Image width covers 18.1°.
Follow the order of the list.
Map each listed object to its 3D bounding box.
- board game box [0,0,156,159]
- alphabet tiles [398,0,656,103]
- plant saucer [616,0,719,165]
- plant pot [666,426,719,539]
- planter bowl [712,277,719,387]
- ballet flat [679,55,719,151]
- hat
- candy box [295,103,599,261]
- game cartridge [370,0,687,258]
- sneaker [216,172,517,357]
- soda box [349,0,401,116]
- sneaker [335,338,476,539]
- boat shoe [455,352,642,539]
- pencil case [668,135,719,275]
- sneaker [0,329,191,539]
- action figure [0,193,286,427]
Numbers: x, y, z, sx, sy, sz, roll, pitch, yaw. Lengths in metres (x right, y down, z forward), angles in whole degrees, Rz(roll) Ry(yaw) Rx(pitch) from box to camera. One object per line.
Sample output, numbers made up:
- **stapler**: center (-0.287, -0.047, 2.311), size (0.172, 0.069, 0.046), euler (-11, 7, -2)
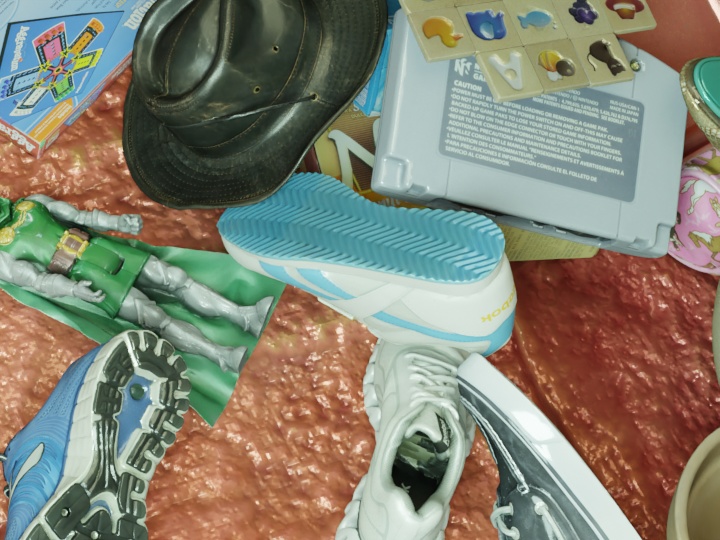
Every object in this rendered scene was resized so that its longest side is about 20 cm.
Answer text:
- **board game box**: center (-0.193, -0.163, 1.479), size (0.103, 0.019, 0.200), euler (33, 52, 8)
- **alphabet tiles**: center (0.088, -0.194, 1.391), size (0.166, 0.006, 0.200), euler (-11, 66, -28)
- **plant saucer**: center (0.163, -0.158, 1.464), size (0.199, 0.037, 0.200), euler (-29, 92, -25)
- **plant pot**: center (0.270, 0.184, 1.328), size (0.200, 0.093, 0.201), euler (7, 49, -8)
- **planter bowl**: center (0.303, 0.017, 1.409), size (0.200, 0.201, 0.135), euler (-2, 47, -19)
- **ballet flat**: center (0.271, -0.084, 1.443), size (0.200, 0.065, 0.071), euler (16, 62, -27)
- **hat**: center (-0.087, -0.139, 1.389), size (0.081, 0.200, 0.201), euler (41, 35, -46)
- **candy box**: center (0.056, -0.065, 1.466), size (0.199, 0.055, 0.116), euler (-3, 57, -20)
- **game cartridge**: center (0.107, -0.092, 1.390), size (0.199, 0.042, 0.134), euler (13, 72, -20)
- **sneaker**: center (0.000, 0.000, 1.343), size (0.200, 0.081, 0.077), euler (17, 53, 32)
- **soda box**: center (-0.013, -0.178, 1.476), size (0.068, 0.064, 0.200), euler (-10, 39, -31)
- **sneaker**: center (0.038, 0.090, 1.336), size (0.075, 0.081, 0.200), euler (14, 51, -6)
- **boat shoe**: center (0.108, 0.141, 1.305), size (0.068, 0.072, 0.200), euler (-37, 97, -3)
- **pencil case**: center (0.271, -0.081, 1.532), size (0.086, 0.083, 0.200), euler (30, 52, 21)
- **sneaker**: center (-0.160, 0.131, 1.252), size (0.078, 0.089, 0.200), euler (33, 65, -27)
- **action figure**: center (-0.153, 0.002, 1.355), size (0.200, 0.055, 0.118), euler (24, 51, 3)
